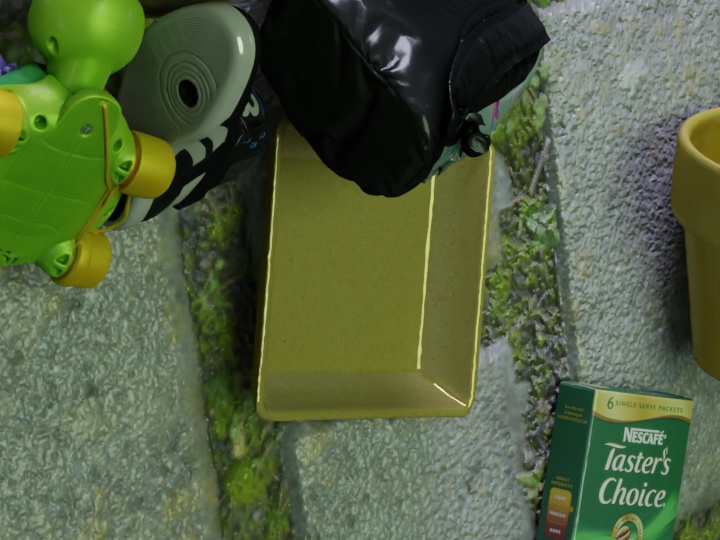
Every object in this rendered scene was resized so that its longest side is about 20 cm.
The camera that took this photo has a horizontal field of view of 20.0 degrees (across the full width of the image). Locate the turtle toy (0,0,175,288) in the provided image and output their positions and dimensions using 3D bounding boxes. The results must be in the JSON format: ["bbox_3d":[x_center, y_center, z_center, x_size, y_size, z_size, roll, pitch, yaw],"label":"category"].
[{"bbox_3d":[-0.188,-0.084,1.195,0.145,0.101,0.200,16,123,-40],"label":"turtle toy"}]

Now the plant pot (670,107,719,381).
[{"bbox_3d":[0.337,-0.011,1.617,0.199,0.200,0.191,-14,120,-38],"label":"plant pot"}]

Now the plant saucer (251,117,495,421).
[{"bbox_3d":[0.000,0.000,1.418,0.199,0.048,0.202,2,94,-41],"label":"plant saucer"}]

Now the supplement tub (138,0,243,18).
[{"bbox_3d":[-0.096,-0.227,1.202,0.144,0.199,0.146,1,88,-40],"label":"supplement tub"}]

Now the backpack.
[{"bbox_3d":[0.032,-0.141,1.343,0.168,0.126,0.200,55,38,1],"label":"backpack"}]

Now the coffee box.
[{"bbox_3d":[0.195,0.192,1.606,0.122,0.044,0.202,10,89,-40],"label":"coffee box"}]

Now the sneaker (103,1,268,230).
[{"bbox_3d":[-0.091,-0.108,1.257,0.111,0.200,0.073,-24,75,-42],"label":"sneaker"}]
